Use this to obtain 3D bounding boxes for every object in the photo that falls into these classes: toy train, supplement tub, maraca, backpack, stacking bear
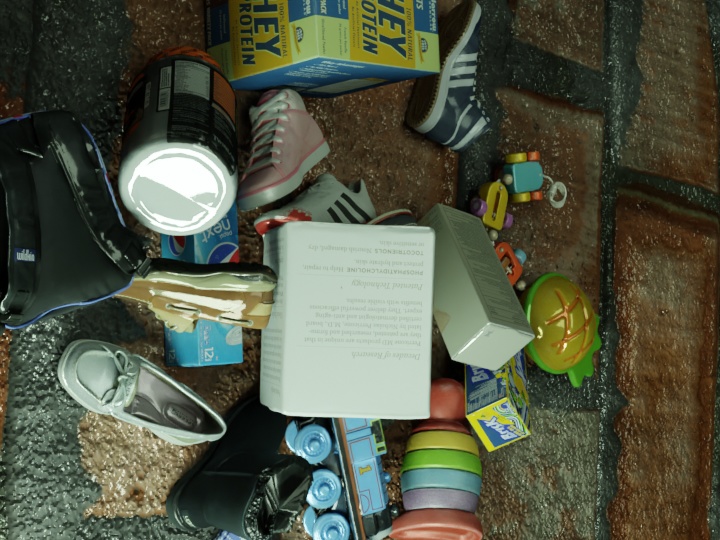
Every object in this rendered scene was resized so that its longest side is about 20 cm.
[{"bbox_3d":[0.209,-0.074,1.822,0.151,0.055,0.201,52,58,-29],"label":"toy train"},{"bbox_3d":[-0.189,-0.142,1.353,0.122,0.122,0.201,43,24,-32],"label":"supplement tub"},{"bbox_3d":[-0.019,0.244,1.537,0.113,0.087,0.203,-13,96,-12],"label":"toy train"},{"bbox_3d":[0.290,0.085,1.848,0.200,0.106,0.139,38,67,-41],"label":"maraca"},{"bbox_3d":[-0.323,-0.055,1.248,0.199,0.153,0.193,-23,110,-48],"label":"backpack"},{"bbox_3d":[0.103,0.238,1.659,0.120,0.114,0.203,6,68,-8],"label":"stacking bear"}]

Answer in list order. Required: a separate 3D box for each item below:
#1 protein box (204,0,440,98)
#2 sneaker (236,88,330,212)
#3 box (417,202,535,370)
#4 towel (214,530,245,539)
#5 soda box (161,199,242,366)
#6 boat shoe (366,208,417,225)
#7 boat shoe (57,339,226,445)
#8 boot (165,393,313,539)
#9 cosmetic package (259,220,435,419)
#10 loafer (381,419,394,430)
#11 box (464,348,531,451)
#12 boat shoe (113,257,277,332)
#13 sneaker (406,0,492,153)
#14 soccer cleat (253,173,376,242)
[{"bbox_3d":[-0.045,-0.287,1.493,0.197,0.198,0.137,-2,88,-43],"label":"protein box"},{"bbox_3d":[-0.106,-0.145,1.492,0.106,0.075,0.200,64,29,-16],"label":"sneaker"},{"bbox_3d":[0.137,0.020,1.658,0.094,0.078,0.202,18,40,-40],"label":"box"},{"bbox_3d":[-0.154,0.390,1.467,0.145,0.024,0.201,53,56,-30],"label":"towel"},{"bbox_3d":[-0.177,0.004,1.436,0.064,0.067,0.203,-1,88,-43],"label":"soda box"},{"bbox_3d":[0.000,0.000,1.569,0.199,0.062,0.072,-36,148,-20],"label":"boat shoe"},{"bbox_3d":[-0.231,0.132,1.378,0.201,0.064,0.075,38,62,-35],"label":"boat shoe"},{"bbox_3d":[-0.105,0.216,1.422,0.200,0.167,0.077,-48,117,-35],"label":"boot"},{"bbox_3d":[-0.019,0.054,1.417,0.164,0.167,0.203,2,88,-13],"label":"cosmetic package"},{"bbox_3d":[0.021,0.103,1.623,0.072,0.072,0.203,9,90,-51],"label":"loafer"},{"bbox_3d":[0.179,0.140,1.702,0.070,0.064,0.201,55,22,-27],"label":"box"},{"bbox_3d":[-0.186,0.030,1.356,0.076,0.197,0.075,-53,145,-77],"label":"boat shoe"},{"bbox_3d":[0.140,-0.258,1.754,0.108,0.070,0.202,31,73,-32],"label":"sneaker"},{"bbox_3d":[-0.056,-0.075,1.564,0.198,0.068,0.087,-3,80,-47],"label":"soccer cleat"}]
